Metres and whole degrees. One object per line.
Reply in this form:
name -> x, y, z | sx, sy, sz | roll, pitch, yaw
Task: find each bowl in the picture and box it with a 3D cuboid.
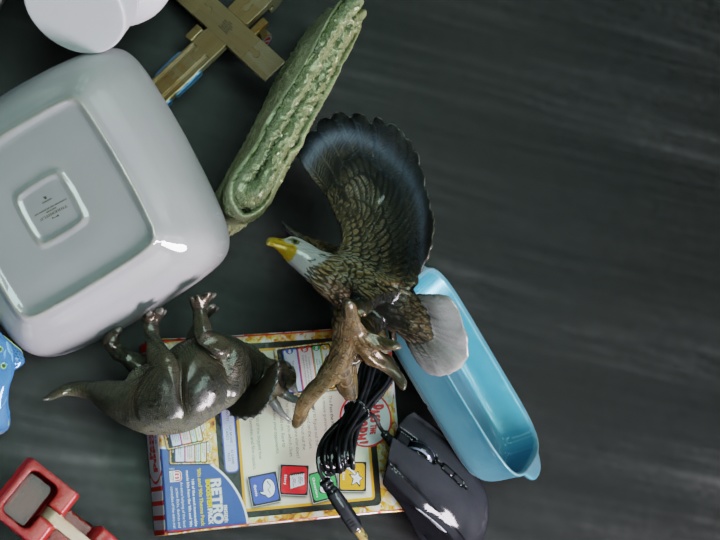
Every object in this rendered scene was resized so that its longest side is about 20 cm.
bowl -> -0.222, -0.048, 1.382 | 0.199, 0.075, 0.201 | -29, 89, 13

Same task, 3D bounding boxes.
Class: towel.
towel -> -0.061, -0.121, 1.449 | 0.036, 0.148, 0.201 | 28, 78, -9

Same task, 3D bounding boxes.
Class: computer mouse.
computer mouse -> 0.043, 0.173, 1.434 | 0.201, 0.046, 0.141 | 59, 41, -23

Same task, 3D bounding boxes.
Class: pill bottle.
pill bottle -> -0.181, -0.257, 1.410 | 0.111, 0.111, 0.201 | 33, 46, -10

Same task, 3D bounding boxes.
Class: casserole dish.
casserole dish -> 0.078, 0.087, 1.486 | 0.039, 0.121, 0.201 | -29, 93, 20

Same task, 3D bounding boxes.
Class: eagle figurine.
eagle figurine -> -0.005, -0.005, 1.392 | 0.151, 0.201, 0.151 | -22, 123, 20

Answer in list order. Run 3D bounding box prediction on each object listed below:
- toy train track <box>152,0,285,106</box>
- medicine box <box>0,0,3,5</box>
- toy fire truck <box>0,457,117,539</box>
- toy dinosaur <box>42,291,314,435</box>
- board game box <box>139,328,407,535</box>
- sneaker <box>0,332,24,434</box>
toy train track -> -0.136, -0.161, 1.486 | 0.200, 0.033, 0.115 | -44, 73, -9
medicine box -> -0.340, -0.276, 1.407 | 0.181, 0.103, 0.201 | 28, 75, -11
toy fire truck -> -0.187, 0.220, 1.362 | 0.200, 0.141, 0.049 | 40, 73, -8
toy dinosaur -> -0.136, 0.080, 1.385 | 0.199, 0.077, 0.103 | -15, 78, -20
board game box -> -0.069, 0.125, 1.461 | 0.198, 0.046, 0.153 | -2, 82, -17
sneaker -> -0.315, 0.044, 1.389 | 0.104, 0.076, 0.202 | -14, 99, -28
